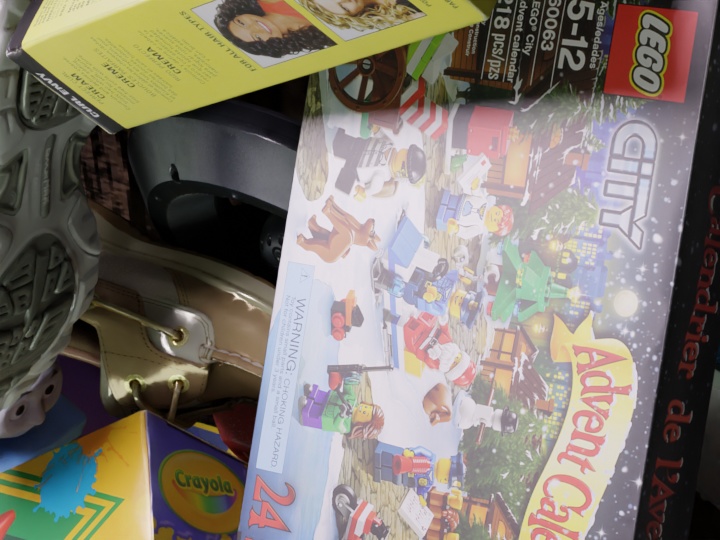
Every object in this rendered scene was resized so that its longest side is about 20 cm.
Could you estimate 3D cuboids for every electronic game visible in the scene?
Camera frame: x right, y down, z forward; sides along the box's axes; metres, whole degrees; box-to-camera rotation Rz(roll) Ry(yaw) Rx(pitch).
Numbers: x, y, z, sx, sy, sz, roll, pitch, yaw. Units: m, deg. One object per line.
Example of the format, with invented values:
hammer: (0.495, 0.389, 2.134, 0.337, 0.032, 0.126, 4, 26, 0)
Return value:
electronic game: (0.000, 0.000, 0.971, 0.199, 0.042, 0.200, 29, 162, 10)

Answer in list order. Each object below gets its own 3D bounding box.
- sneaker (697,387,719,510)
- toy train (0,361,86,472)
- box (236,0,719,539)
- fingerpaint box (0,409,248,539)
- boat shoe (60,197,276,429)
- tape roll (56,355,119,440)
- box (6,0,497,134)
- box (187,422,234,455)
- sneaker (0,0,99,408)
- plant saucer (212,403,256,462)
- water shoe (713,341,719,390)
sneaker: (0.159, 0.074, 0.936, 0.099, 0.078, 0.201, 18, 147, 35)
toy train: (-0.199, 0.018, 1.082, 0.200, 0.087, 0.114, 43, 139, 13)
box: (0.039, 0.013, 0.779, 0.136, 0.201, 0.038, 9, -179, 34)
fingerpaint box: (-0.083, 0.146, 1.045, 0.166, 0.074, 0.200, -24, 145, 28)
boat shoe: (-0.078, 0.028, 0.994, 0.199, 0.067, 0.074, 25, 161, 20)
tape roll: (-0.192, 0.114, 1.198, 0.199, 0.201, 0.066, -3, 144, 48)
box: (-0.027, -0.097, 0.772, 0.050, 0.076, 0.200, 37, 153, -26)
box: (-0.051, 0.145, 1.259, 0.064, 0.070, 0.200, 14, 158, 29)
sneaker: (-0.145, -0.037, 0.929, 0.099, 0.078, 0.201, 30, 116, 31)
plant saucer: (0.034, 0.101, 1.097, 0.199, 0.037, 0.200, 20, 168, 16)
water shoe: (0.136, 0.004, 0.807, 0.199, 0.072, 0.079, 17, 150, 19)
